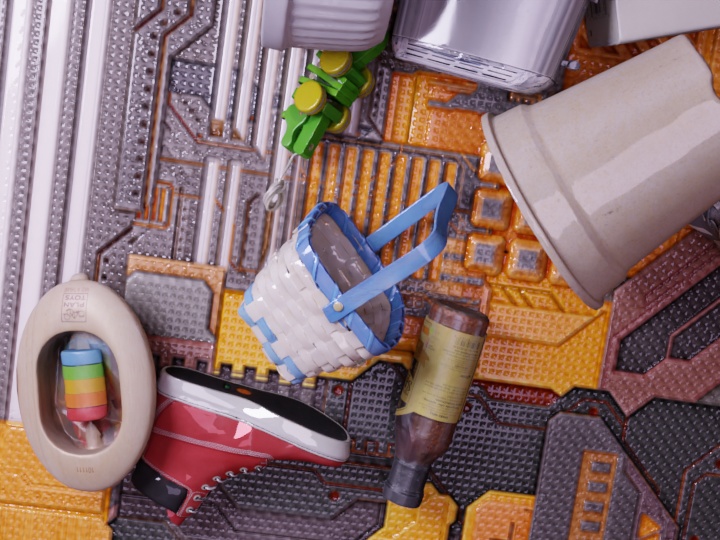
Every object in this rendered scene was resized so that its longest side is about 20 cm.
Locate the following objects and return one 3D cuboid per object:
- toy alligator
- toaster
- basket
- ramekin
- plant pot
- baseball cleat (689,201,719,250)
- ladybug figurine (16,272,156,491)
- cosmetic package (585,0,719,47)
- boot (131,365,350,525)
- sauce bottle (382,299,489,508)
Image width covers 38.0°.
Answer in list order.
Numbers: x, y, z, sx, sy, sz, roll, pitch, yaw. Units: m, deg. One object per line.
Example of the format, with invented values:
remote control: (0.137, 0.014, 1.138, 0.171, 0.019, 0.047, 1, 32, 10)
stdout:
toy alligator: (-0.047, -0.151, 0.979, 0.054, 0.059, 0.201, 37, 95, 32)
toaster: (0.109, -0.237, 0.938, 0.198, 0.114, 0.130, 18, 99, 10)
basket: (0.000, 0.000, 0.945, 0.199, 0.177, 0.139, -38, 98, 21)
ramekin: (-0.019, -0.281, 0.884, 0.104, 0.200, 0.202, 9, 98, -4)
plant pot: (0.234, -0.097, 0.907, 0.183, 0.201, 0.201, -31, 100, 18)
baseball cleat: (0.326, -0.072, 0.987, 0.199, 0.106, 0.070, 34, 100, -6)
ladybug figurine: (-0.251, 0.103, 0.983, 0.134, 0.072, 0.202, 0, 94, 10)
cosmetic package: (0.313, -0.265, 0.961, 0.198, 0.103, 0.088, -9, 100, -4)
boot: (-0.117, 0.190, 1.015, 0.198, 0.072, 0.146, 17, 97, 2)
sauce bottle: (0.068, 0.131, 1.019, 0.065, 0.066, 0.202, 18, 95, -6)
